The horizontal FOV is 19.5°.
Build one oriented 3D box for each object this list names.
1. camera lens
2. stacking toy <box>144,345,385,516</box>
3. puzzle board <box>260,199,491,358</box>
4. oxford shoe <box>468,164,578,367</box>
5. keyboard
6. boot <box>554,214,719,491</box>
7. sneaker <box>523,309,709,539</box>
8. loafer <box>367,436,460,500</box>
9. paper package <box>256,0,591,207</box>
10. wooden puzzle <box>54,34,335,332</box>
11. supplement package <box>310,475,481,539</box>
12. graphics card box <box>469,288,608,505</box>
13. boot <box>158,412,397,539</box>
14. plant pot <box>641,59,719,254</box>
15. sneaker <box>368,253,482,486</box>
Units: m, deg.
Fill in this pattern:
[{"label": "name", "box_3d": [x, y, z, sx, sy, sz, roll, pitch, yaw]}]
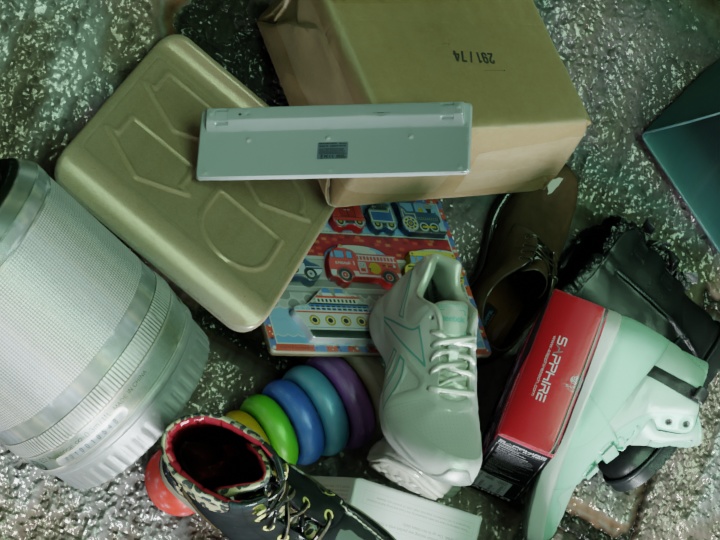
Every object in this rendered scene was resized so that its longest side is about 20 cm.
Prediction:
[{"label": "camera lens", "box_3d": [-0.224, 0.034, 1.451, 0.200, 0.160, 0.160, 44, 66, -21]}, {"label": "stacking toy", "box_3d": [-0.072, 0.127, 1.589, 0.200, 0.085, 0.086, -26, 100, -27]}, {"label": "puzzle board", "box_3d": [0.000, 0.000, 1.633, 0.199, 0.017, 0.151, 2, 54, -31]}, {"label": "oxford shoe", "box_3d": [0.139, -0.006, 1.724, 0.073, 0.084, 0.200, 35, 68, -23]}, {"label": "keyboard", "box_3d": [-0.020, -0.093, 1.508, 0.199, 0.011, 0.056, -1, 73, 10]}, {"label": "boot", "box_3d": [0.221, 0.064, 1.776, 0.162, 0.073, 0.198, 46, 63, -20]}, {"label": "sneaker", "box_3d": [0.211, 0.145, 1.701, 0.118, 0.074, 0.201, 23, 93, 0]}, {"label": "loafer", "box_3d": [0.053, 0.134, 1.608, 0.070, 0.200, 0.070, 27, 90, 10]}, {"label": "paper package", "box_3d": [0.048, -0.155, 1.631, 0.199, 0.104, 0.191, -6, 61, -32]}, {"label": "wooden puzzle", "box_3d": [-0.118, -0.062, 1.549, 0.185, 0.046, 0.200, 40, 40, -7]}, {"label": "supplement package", "box_3d": [-0.008, 0.266, 1.590, 0.121, 0.120, 0.201, 21, 76, -28]}, {"label": "graphics card box", "box_3d": [0.136, 0.103, 1.649, 0.051, 0.200, 0.126, 21, 73, 3]}, {"label": "boot", "box_3d": [-0.054, 0.168, 1.451, 0.203, 0.154, 0.074, 31, 79, 4]}, {"label": "plant pot", "box_3d": [0.381, -0.137, 1.854, 0.200, 0.141, 0.142, -47, 110, -33]}, {"label": "sneaker", "box_3d": [0.053, 0.068, 1.526, 0.070, 0.080, 0.201, 13, 40, -25]}]
